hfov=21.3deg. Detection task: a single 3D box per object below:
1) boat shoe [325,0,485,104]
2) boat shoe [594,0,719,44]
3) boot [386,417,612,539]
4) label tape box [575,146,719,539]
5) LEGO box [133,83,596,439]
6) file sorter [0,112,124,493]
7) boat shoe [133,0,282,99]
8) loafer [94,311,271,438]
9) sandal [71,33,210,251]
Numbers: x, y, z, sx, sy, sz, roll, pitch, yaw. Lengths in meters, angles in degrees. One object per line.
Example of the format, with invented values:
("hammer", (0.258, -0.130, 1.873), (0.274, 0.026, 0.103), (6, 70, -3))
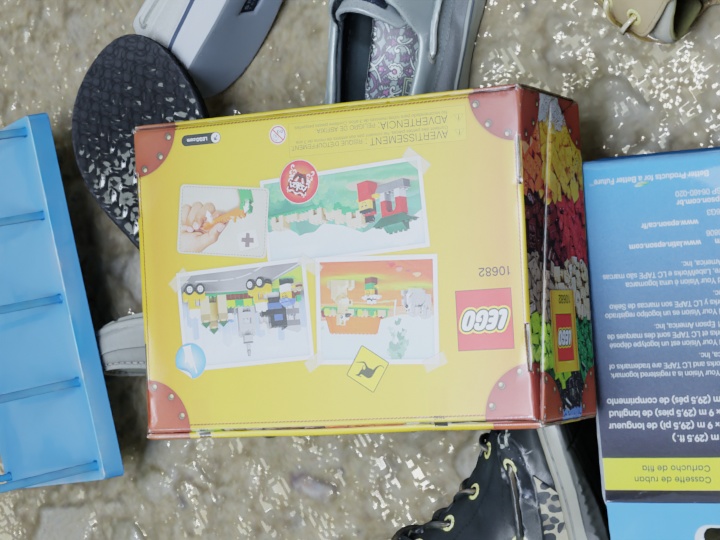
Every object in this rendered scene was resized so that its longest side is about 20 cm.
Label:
("boat shoe", (0.019, -0.129, 0.950), (0.070, 0.071, 0.201), (8, 99, 29))
("boat shoe", (0.140, -0.138, 0.879), (0.200, 0.074, 0.067), (-2, 88, 30))
("boot", (0.046, 0.119, 0.946), (0.154, 0.073, 0.204), (-18, 90, 19))
("label tape box", (0.183, 0.042, 0.877), (0.143, 0.066, 0.200), (-4, 95, 31))
("LEGO box", (0.000, 0.000, 0.887), (0.200, 0.077, 0.149), (-4, 88, 25))
("file sorter", (-0.232, 0.032, 1.056), (0.139, 0.123, 0.200), (-15, 88, 57))
("boat shoe", (-0.063, -0.192, 0.997), (0.086, 0.075, 0.202), (46, 124, 21))
("loafer", (-0.056, 0.054, 1.013), (0.200, 0.070, 0.070), (-1, 86, 29))
("sandal", (-0.087, -0.029, 0.994), (0.075, 0.045, 0.200), (-31, 79, 14))
